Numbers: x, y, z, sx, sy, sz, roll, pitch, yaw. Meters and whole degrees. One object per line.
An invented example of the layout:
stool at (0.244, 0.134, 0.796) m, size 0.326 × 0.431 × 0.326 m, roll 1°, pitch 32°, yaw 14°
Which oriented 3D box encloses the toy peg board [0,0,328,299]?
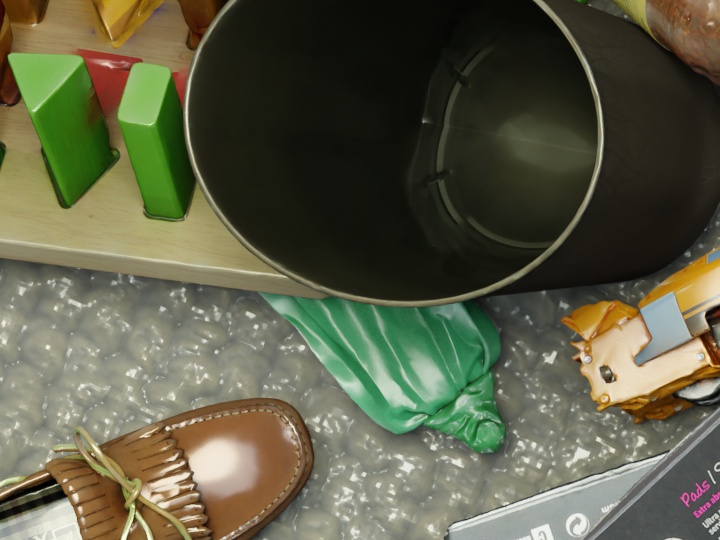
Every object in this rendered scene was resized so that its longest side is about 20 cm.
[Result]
toy peg board at (-0.093, -0.108, 1.248) m, size 0.200 × 0.098 × 0.199 m, roll 8°, pitch 64°, yaw 10°

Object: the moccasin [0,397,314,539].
moccasin at (-0.117, 0.107, 1.279) m, size 0.201 × 0.078 × 0.074 m, roll -16°, pitch 83°, yaw 5°

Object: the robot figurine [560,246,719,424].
robot figurine at (0.189, 0.002, 1.228) m, size 0.200 × 0.145 × 0.058 m, roll -28°, pitch 78°, yaw 10°

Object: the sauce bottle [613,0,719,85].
sauce bottle at (0.139, -0.115, 1.168) m, size 0.066 × 0.066 × 0.200 m, roll -38°, pitch 42°, yaw 2°

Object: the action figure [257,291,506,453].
action figure at (0.000, 0.000, 1.287) m, size 0.118 × 0.055 × 0.200 m, roll -36°, pitch 78°, yaw 1°

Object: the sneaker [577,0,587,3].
sneaker at (0.063, -0.152, 1.294) m, size 0.084 × 0.077 × 0.200 m, roll 26°, pitch 84°, yaw 24°

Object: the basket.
basket at (0.057, -0.053, 1.166) m, size 0.180 × 0.200 × 0.136 m, roll 11°, pitch 94°, yaw 29°

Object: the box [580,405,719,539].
box at (0.143, 0.114, 1.046) m, size 0.115 × 0.132 × 0.200 m, roll 49°, pitch 114°, yaw 8°

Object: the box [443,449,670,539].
box at (0.120, 0.184, 1.211) m, size 0.107 × 0.148 × 0.200 m, roll -20°, pitch 83°, yaw 5°
